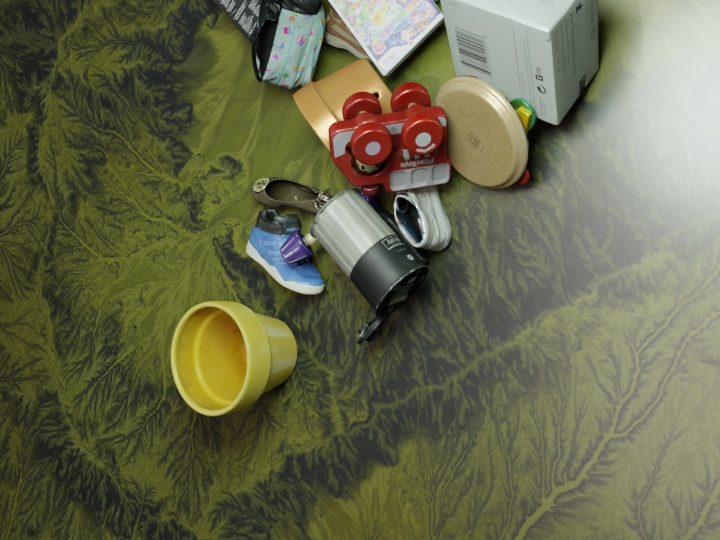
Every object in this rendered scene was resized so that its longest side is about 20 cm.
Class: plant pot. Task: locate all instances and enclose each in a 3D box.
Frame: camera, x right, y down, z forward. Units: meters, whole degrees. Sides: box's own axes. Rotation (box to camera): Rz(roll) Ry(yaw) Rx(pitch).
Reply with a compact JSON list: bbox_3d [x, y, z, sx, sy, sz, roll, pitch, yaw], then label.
[{"bbox_3d":[-0.223,0.158,1.677,0.197,0.187,0.206,0,90,32],"label":"plant pot"},{"bbox_3d":[-0.003,-0.268,1.547,0.139,0.200,0.202,-38,69,8],"label":"plant pot"}]

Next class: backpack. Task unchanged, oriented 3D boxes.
[{"bbox_3d":[-0.130,-0.429,1.622,0.169,0.124,0.203,-92,16,-52],"label":"backpack"}]

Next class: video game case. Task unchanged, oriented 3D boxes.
[{"bbox_3d":[0.036,-0.456,1.527,0.143,0.018,0.202,-40,77,21],"label":"video game case"}]

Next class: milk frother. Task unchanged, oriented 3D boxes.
[{"bbox_3d":[0.000,0.000,1.537,0.200,0.180,0.189,-47,70,17],"label":"milk frother"}]

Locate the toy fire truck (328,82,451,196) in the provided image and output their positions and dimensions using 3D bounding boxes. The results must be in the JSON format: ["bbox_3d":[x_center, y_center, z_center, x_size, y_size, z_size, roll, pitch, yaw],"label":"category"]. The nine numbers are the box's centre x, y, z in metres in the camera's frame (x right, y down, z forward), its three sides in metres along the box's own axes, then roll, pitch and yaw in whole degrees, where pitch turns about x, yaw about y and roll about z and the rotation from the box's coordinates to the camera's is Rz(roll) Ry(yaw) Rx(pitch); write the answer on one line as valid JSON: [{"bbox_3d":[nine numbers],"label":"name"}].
[{"bbox_3d":[0.050,-0.192,1.433,0.195,0.170,0.113,-11,43,-5],"label":"toy fire truck"}]

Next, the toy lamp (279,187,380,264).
[{"bbox_3d":[-0.059,-0.081,1.616,0.198,0.058,0.059,-35,71,7],"label":"toy lamp"}]

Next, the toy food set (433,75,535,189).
[{"bbox_3d":[0.195,-0.217,1.432,0.197,0.048,0.202,39,147,25],"label":"toy food set"}]

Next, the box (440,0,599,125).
[{"bbox_3d":[0.243,-0.360,1.348,0.198,0.200,0.131,29,71,30],"label":"box"}]

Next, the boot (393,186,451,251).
[{"bbox_3d":[0.090,-0.131,1.527,0.073,0.095,0.204,-31,73,28],"label":"boot"}]

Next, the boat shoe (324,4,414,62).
[{"bbox_3d":[0.010,-0.422,1.582,0.197,0.075,0.073,26,132,30],"label":"boat shoe"}]

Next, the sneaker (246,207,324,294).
[{"bbox_3d":[-0.133,-0.045,1.684,0.199,0.076,0.113,37,118,35],"label":"sneaker"}]

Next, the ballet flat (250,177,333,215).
[{"bbox_3d":[-0.129,-0.144,1.688,0.197,0.047,0.068,19,66,30],"label":"ballet flat"}]

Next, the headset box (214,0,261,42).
[{"bbox_3d":[-0.210,-0.560,1.739,0.201,0.074,0.149,50,114,23],"label":"headset box"}]
